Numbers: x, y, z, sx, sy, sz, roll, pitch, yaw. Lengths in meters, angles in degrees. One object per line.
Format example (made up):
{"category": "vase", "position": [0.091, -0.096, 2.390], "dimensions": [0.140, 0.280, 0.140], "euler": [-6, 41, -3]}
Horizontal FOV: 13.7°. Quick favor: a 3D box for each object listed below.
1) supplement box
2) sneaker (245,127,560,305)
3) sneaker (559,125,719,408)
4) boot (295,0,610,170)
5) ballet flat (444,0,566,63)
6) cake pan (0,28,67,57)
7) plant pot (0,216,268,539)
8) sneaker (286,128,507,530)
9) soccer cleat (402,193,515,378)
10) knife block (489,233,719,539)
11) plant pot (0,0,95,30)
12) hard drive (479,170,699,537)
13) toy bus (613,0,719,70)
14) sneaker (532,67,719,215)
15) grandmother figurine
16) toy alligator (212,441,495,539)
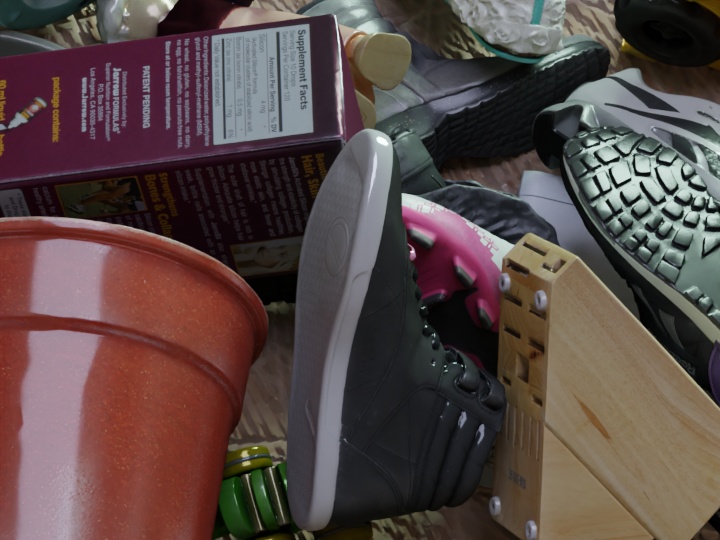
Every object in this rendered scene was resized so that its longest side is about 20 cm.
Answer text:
{"category": "supplement box", "position": [-0.099, -0.055, 1.533], "dimensions": [0.199, 0.110, 0.086], "euler": [-7, 55, 5]}
{"category": "sneaker", "position": [0.000, 0.000, 1.610], "dimensions": [0.200, 0.060, 0.104], "euler": [-33, 97, -1]}
{"category": "sneaker", "position": [0.164, 0.016, 1.580], "dimensions": [0.076, 0.088, 0.200], "euler": [-24, 64, -34]}
{"category": "boot", "position": [0.034, -0.120, 1.709], "dimensions": [0.200, 0.070, 0.132], "euler": [-22, 55, -28]}
{"category": "ballet flat", "position": [0.069, -0.180, 1.708], "dimensions": [0.072, 0.072, 0.200], "euler": [-14, 29, -18]}
{"category": "cake pan", "position": [-0.210, -0.045, 1.629], "dimensions": [0.200, 0.037, 0.201], "euler": [5, 54, -6]}
{"category": "plant pot", "position": [-0.150, 0.108, 1.447], "dimensions": [0.200, 0.201, 0.196], "euler": [6, 62, -5]}
{"category": "sneaker", "position": [0.023, 0.030, 1.472], "dimensions": [0.099, 0.201, 0.071], "euler": [2, 12, -20]}
{"category": "soccer cleat", "position": [0.071, 0.016, 1.547], "dimensions": [0.200, 0.070, 0.086], "euler": [41, 38, -23]}
{"category": "knife block", "position": [0.157, 0.082, 1.505], "dimensions": [0.175, 0.201, 0.064], "euler": [-3, 13, -21]}
{"category": "plant pot", "position": [-0.207, -0.245, 1.686], "dimensions": [0.200, 0.200, 0.188], "euler": [-31, 72, -27]}
{"category": "hard drive", "position": [0.135, 0.042, 1.631], "dimensions": [0.132, 0.027, 0.200], "euler": [14, 54, 0]}
{"category": "toy bus", "position": [0.259, -0.178, 1.705], "dimensions": [0.192, 0.200, 0.136], "euler": [25, 67, 2]}
{"category": "sneaker", "position": [0.197, -0.048, 1.644], "dimensions": [0.200, 0.074, 0.088], "euler": [40, 57, 21]}
{"category": "grandmother figurine", "position": [-0.073, -0.120, 1.660], "dimensions": [0.200, 0.061, 0.121], "euler": [23, 69, 37]}
{"category": "toy alligator", "position": [-0.007, 0.107, 1.526], "dimensions": [0.199, 0.054, 0.059], "euler": [-14, 76, -8]}
